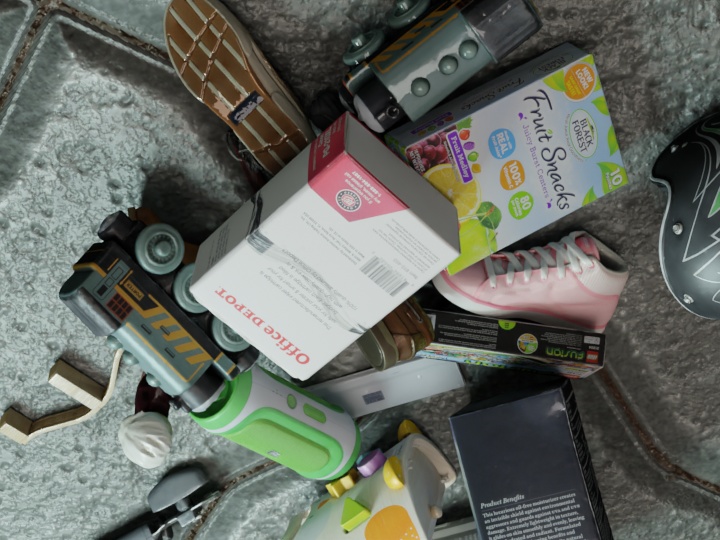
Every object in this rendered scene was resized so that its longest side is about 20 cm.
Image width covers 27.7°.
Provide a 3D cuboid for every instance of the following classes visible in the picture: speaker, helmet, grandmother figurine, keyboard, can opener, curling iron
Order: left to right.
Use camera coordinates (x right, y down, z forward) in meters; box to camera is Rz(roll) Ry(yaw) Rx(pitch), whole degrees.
[{"bbox_3d":[-0.247,0.287,1.666,0.200,0.053,0.067,-31,86,18],"label":"can opener"},{"bbox_3d":[-0.202,0.120,1.459,0.060,0.200,0.121,5,123,-3],"label":"grandmother figurine"},{"bbox_3d":[-0.086,-0.051,1.418,0.026,0.050,0.200,-20,107,6],"label":"curling iron"},{"bbox_3d":[-0.088,0.153,1.509,0.088,0.089,0.200,-36,138,20],"label":"speaker"},{"bbox_3d":[0.011,0.131,1.584,0.200,0.011,0.056,-17,127,11],"label":"keyboard"},{"bbox_3d":[0.371,-0.049,1.361,0.200,0.191,0.200,0,122,-1],"label":"helmet"}]

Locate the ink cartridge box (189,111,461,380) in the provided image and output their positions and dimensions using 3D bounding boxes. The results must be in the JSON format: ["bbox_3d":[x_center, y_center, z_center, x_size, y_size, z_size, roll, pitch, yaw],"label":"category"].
[{"bbox_3d":[-0.032,-0.018,1.300,0.145,0.084,0.200,40,115,-22],"label":"ink cartridge box"}]

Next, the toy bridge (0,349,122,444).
[{"bbox_3d":[-0.301,0.123,1.563,0.067,0.027,0.200,37,115,-24],"label":"toy bridge"}]

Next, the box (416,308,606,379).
[{"bbox_3d":[0.140,0.075,1.485,0.200,0.110,0.035,8,79,0],"label":"box"}]

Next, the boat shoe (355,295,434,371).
[{"bbox_3d":[0.000,0.000,1.422,0.068,0.072,0.200,-25,80,-22],"label":"boat shoe"}]

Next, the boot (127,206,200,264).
[{"bbox_3d":[-0.130,-0.006,1.458,0.155,0.077,0.200,-26,109,7],"label":"boot"}]

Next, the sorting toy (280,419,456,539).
[{"bbox_3d":[-0.005,0.260,1.573,0.180,0.200,0.107,-27,100,16],"label":"sorting toy"}]

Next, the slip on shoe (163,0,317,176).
[{"bbox_3d":[-0.107,-0.174,1.357,0.076,0.061,0.200,-38,97,20],"label":"slip on shoe"}]

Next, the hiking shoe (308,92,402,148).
[{"bbox_3d":[0.019,-0.088,1.402,0.200,0.076,0.101,34,113,-21],"label":"hiking shoe"}]

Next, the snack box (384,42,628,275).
[{"bbox_3d":[0.138,-0.104,1.363,0.200,0.053,0.142,-27,120,-10],"label":"snack box"}]

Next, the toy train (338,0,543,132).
[{"bbox_3d":[0.068,-0.200,1.294,0.200,0.114,0.085,-37,116,5],"label":"toy train"}]

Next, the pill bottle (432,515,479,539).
[{"bbox_3d":[0.169,0.325,1.646,0.200,0.114,0.114,-17,121,10],"label":"pill bottle"}]

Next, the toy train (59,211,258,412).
[{"bbox_3d":[-0.186,0.041,1.367,0.200,0.085,0.114,48,69,-20],"label":"toy train"}]

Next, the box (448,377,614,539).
[{"bbox_3d":[0.178,0.221,1.488,0.123,0.200,0.199,-15,86,10],"label":"box"}]

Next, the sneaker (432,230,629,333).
[{"bbox_3d":[0.176,-0.003,1.458,0.200,0.075,0.105,15,126,-19],"label":"sneaker"}]
